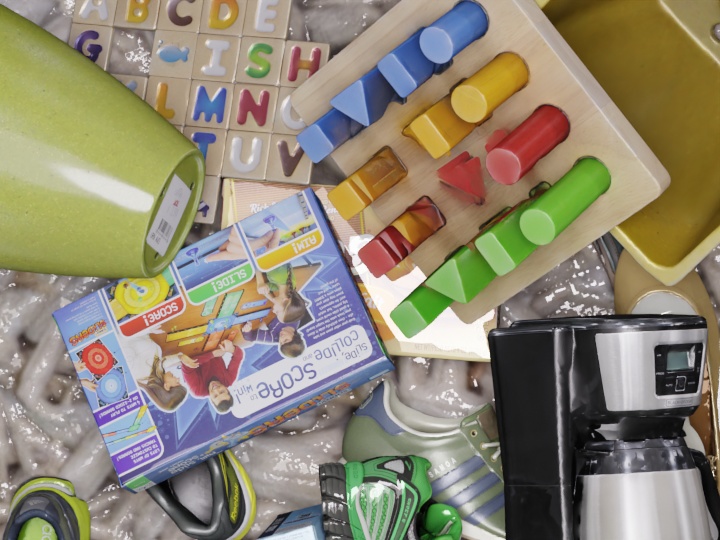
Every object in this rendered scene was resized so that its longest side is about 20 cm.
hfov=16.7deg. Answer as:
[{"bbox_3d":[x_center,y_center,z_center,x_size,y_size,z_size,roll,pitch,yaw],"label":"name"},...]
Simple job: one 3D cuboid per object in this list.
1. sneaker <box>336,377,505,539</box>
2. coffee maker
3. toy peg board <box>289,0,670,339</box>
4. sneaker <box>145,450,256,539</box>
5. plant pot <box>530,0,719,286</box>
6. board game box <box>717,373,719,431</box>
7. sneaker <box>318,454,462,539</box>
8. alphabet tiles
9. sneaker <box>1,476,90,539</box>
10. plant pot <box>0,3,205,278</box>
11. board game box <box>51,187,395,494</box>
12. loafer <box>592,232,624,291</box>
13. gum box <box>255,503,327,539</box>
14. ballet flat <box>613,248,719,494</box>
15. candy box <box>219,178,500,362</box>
[{"bbox_3d":[0.083,0.138,1.703,0.200,0.067,0.090,19,97,7],"label":"sneaker"},{"bbox_3d":[0.139,0.129,1.587,0.192,0.135,0.200,-5,86,23],"label":"coffee maker"},{"bbox_3d":[0.055,-0.070,1.577,0.199,0.098,0.200,52,131,-2],"label":"toy peg board"},{"bbox_3d":[-0.138,0.104,1.711,0.074,0.085,0.200,-36,88,2],"label":"sneaker"},{"bbox_3d":[0.231,-0.149,1.618,0.196,0.200,0.194,46,128,3],"label":"plant pot"},{"bbox_3d":[0.306,0.108,1.706,0.200,0.035,0.127,-2,90,4],"label":"board game box"},{"bbox_3d":[0.033,0.206,1.663,0.085,0.078,0.200,-11,131,8],"label":"sneaker"},{"bbox_3d":[-0.120,-0.117,1.713,0.200,0.008,0.168,6,83,20],"label":"alphabet tiles"},{"bbox_3d":[-0.230,0.247,1.719,0.074,0.081,0.200,-2,90,4],"label":"sneaker"},{"bbox_3d":[-0.213,-0.072,1.650,0.200,0.187,0.187,22,91,13],"label":"plant pot"},{"bbox_3d":[-0.094,0.048,1.661,0.200,0.034,0.136,-25,72,5],"label":"board game box"},{"bbox_3d":[0.144,-0.074,1.702,0.063,0.072,0.200,-39,90,9],"label":"loafer"},{"bbox_3d":[-0.019,0.265,1.661,0.044,0.170,0.200,-14,89,3],"label":"gum box"},{"bbox_3d":[0.215,0.076,1.656,0.068,0.063,0.200,-12,93,7],"label":"ballet flat"},{"bbox_3d":[0.000,0.000,1.716,0.200,0.055,0.116,4,89,5],"label":"candy box"}]
